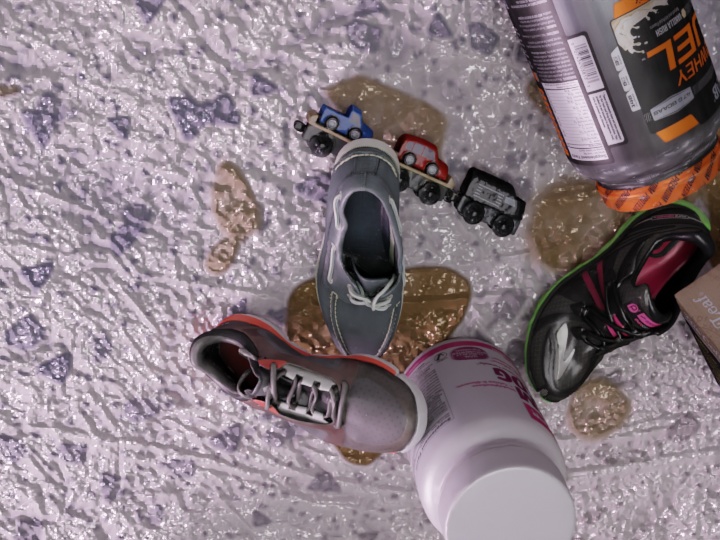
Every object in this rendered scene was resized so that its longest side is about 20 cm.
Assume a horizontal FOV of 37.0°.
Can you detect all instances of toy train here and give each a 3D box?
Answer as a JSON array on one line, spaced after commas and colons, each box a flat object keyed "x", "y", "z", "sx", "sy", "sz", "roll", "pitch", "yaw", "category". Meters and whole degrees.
[{"x": 0.042, "y": -0.082, "z": 0.839, "sx": 0.198, "sy": 0.034, "sz": 0.046, "roll": 22, "pitch": 103, "yaw": -14, "category": "toy train"}]

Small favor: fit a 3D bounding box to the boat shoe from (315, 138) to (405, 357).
[{"x": 0.000, "y": 0.000, "z": 0.833, "sx": 0.072, "sy": 0.062, "sz": 0.202, "roll": 3, "pitch": 124, "yaw": 0, "category": "boat shoe"}]

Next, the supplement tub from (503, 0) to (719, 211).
[{"x": 0.188, "y": -0.152, "z": 0.782, "sx": 0.122, "sy": 0.123, "sz": 0.201, "roll": -26, "pitch": 111, "yaw": 4, "category": "supplement tub"}]

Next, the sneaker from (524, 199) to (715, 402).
[{"x": 0.206, "y": 0.027, "z": 0.870, "sx": 0.076, "sy": 0.084, "sz": 0.201, "roll": 34, "pitch": 103, "yaw": -16, "category": "sneaker"}]

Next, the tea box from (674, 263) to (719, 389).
[{"x": 0.367, "y": 0.094, "z": 0.819, "sx": 0.133, "sy": 0.201, "sz": 0.197, "roll": -36, "pitch": 138, "yaw": 7, "category": "tea box"}]

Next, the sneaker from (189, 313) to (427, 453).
[{"x": -0.047, "y": 0.095, "z": 0.823, "sx": 0.198, "sy": 0.082, "sz": 0.078, "roll": 17, "pitch": 101, "yaw": 22, "category": "sneaker"}]

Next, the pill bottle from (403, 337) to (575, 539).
[{"x": 0.095, "y": 0.142, "z": 0.838, "sx": 0.112, "sy": 0.200, "sz": 0.115, "roll": -2, "pitch": 111, "yaw": -6, "category": "pill bottle"}]
